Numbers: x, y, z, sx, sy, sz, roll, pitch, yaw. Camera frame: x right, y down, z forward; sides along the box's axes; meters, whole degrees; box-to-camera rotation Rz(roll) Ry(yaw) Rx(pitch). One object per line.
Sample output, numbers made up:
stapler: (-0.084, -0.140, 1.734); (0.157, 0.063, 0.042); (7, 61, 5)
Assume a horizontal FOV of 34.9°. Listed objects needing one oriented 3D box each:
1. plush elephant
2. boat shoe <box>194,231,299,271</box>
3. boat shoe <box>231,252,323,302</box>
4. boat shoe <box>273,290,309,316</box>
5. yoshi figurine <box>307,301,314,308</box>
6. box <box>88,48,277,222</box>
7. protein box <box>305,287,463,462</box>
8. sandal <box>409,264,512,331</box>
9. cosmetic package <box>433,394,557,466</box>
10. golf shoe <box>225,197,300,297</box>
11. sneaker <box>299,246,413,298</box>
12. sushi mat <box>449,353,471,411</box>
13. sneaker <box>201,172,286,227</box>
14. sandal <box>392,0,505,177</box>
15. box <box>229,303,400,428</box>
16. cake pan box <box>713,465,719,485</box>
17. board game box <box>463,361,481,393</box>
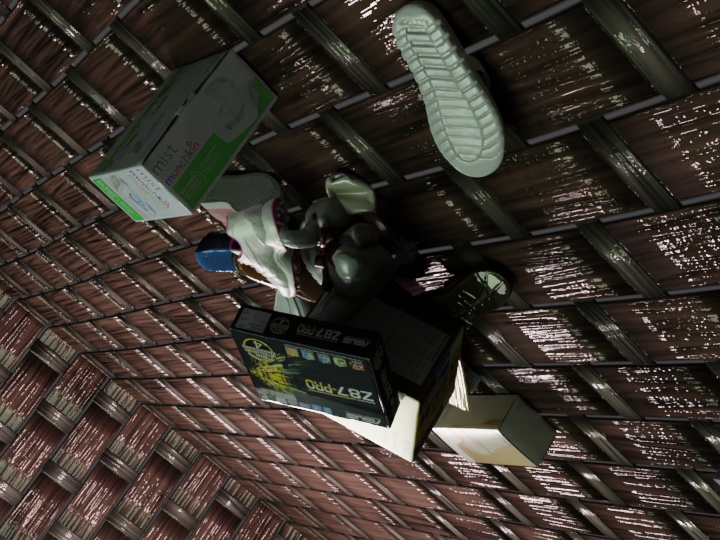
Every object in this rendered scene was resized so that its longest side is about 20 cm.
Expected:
plush elephant: (-0.033, -0.034, 1.529); (0.155, 0.199, 0.166); (40, 136, 17)
boat shoe: (-0.162, -0.041, 1.801); (0.197, 0.069, 0.085); (7, 138, 7)
boat shoe: (-0.101, 0.003, 1.744); (0.198, 0.071, 0.070); (22, 171, -18)
boat shoe: (-0.117, 0.113, 1.819); (0.073, 0.066, 0.202); (22, 125, 52)
yoshi figurine: (-0.078, 0.100, 1.929); (0.112, 0.113, 0.200); (32, 162, -12)
box: (-0.230, -0.172, 1.473); (0.097, 0.201, 0.176); (45, 155, -26)
protein box: (0.025, 0.134, 1.632); (0.199, 0.135, 0.199); (26, 151, 16)
sandal: (0.138, 0.031, 1.562); (0.082, 0.055, 0.200); (40, 142, -11)
cosmetic package: (0.215, 0.261, 1.876); (0.105, 0.071, 0.199); (42, 157, -17)
golf shoe: (-0.135, -0.029, 1.624); (0.090, 0.076, 0.201); (-7, 143, 4)
sneaker: (0.000, 0.000, 1.693); (0.199, 0.075, 0.082); (38, 132, -6)
sushi mat: (0.122, 0.154, 1.782); (0.095, 0.012, 0.201); (23, 153, 25)
sneaker: (-0.153, -0.086, 1.705); (0.199, 0.076, 0.105); (10, 150, 51)
sandal: (0.101, -0.190, 1.179); (0.082, 0.050, 0.204); (-4, 125, 36)
box: (-0.057, 0.124, 1.484); (0.198, 0.049, 0.162); (11, 145, 21)
cake pan box: (0.584, 0.310, 1.485); (0.184, 0.052, 0.200); (43, 156, -15)
board game box: (0.094, 0.152, 1.878); (0.126, 0.035, 0.199); (42, 157, -18)
